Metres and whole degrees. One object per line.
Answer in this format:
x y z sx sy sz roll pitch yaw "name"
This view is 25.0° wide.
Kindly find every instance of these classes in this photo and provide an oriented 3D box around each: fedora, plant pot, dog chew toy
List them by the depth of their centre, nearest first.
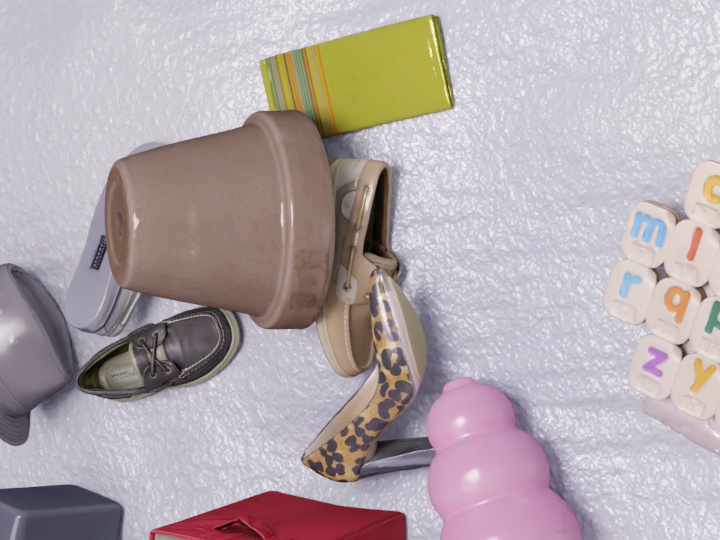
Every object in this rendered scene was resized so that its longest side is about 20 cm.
0.112 0.190 1.388 0.124 0.124 0.202 -28 72 35 "dog chew toy"
-0.133 -0.042 1.449 0.200 0.173 0.203 177 90 -69 "plant pot"
-0.361 0.074 1.708 0.090 0.177 0.202 -26 80 5 "fedora"

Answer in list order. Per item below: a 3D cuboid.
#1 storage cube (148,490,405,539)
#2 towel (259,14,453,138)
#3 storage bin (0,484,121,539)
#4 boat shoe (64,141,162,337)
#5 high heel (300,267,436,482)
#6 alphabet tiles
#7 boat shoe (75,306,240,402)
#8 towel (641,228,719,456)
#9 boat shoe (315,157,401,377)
-0.071 0.313 1.495 0.169 0.179 0.203 3 97 35 "storage cube"
-0.005 -0.171 1.486 0.198 0.018 0.087 -9 96 35 "towel"
-0.329 0.301 1.679 0.144 0.199 0.136 15 95 33 "storage bin"
-0.229 -0.028 1.634 0.071 0.066 0.202 15 84 36 "boat shoe"
-0.008 0.099 1.449 0.141 0.072 0.202 -9 111 17 "high heel"
0.287 0.023 1.262 0.199 0.015 0.198 25 110 30 "alphabet tiles"
-0.207 0.090 1.633 0.200 0.066 0.073 -23 82 35 "boat shoe"
0.335 0.072 1.262 0.199 0.032 0.193 29 111 30 "towel"
0.000 0.000 1.468 0.064 0.071 0.203 3 103 28 "boat shoe"
